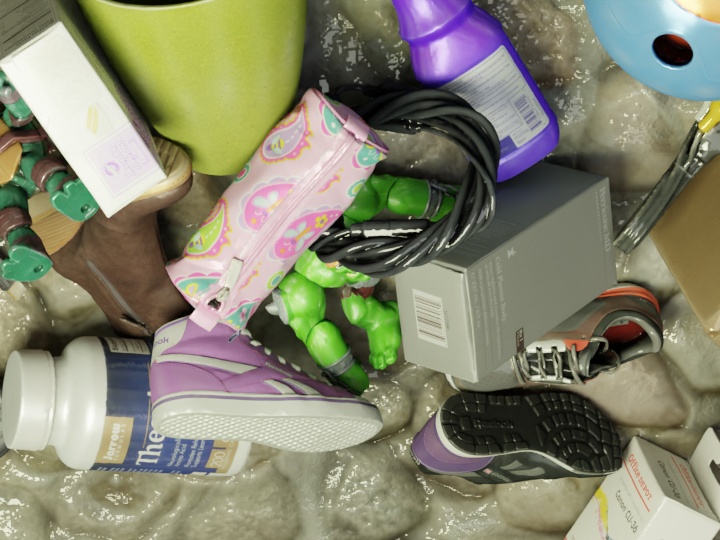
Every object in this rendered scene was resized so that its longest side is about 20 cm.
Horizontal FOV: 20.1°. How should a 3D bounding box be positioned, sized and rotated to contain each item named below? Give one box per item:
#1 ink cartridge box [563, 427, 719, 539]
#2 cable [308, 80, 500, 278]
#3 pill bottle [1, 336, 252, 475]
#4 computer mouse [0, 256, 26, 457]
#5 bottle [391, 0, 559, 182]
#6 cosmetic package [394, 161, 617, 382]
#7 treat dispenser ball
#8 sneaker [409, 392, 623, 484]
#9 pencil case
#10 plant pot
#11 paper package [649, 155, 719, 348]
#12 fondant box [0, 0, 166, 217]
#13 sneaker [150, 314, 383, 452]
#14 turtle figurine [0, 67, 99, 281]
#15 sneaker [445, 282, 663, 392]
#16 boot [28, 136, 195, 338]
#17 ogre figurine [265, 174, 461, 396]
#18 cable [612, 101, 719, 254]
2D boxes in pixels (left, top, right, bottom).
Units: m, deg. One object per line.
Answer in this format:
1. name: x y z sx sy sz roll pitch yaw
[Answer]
1. ink cartridge box: 0.256 0.234 1.845 0.067 0.117 0.201 26 108 -19
2. cable: 0.023 -0.072 1.616 0.164 0.199 0.051 -57 141 -13
3. pill bottle: -0.195 0.113 1.707 0.199 0.111 0.112 5 115 -21
4. computer mouse: -0.333 0.059 1.718 0.140 0.046 0.201 -33 111 1
5. bottle: 0.085 -0.169 1.658 0.083 0.065 0.200 -32 115 6
6. cosmetic package: 0.121 -0.003 1.673 0.200 0.090 0.107 -31 124 -37
7. treat dispenser ball: 0.271 -0.233 1.580 0.199 0.201 0.202 -3 116 -7
8. sneaker: 0.138 0.156 1.829 0.199 0.076 0.088 11 147 -26
9. pencil case: -0.067 -0.044 1.577 0.087 0.087 0.200 38 96 -22
10. plant pot: -0.118 -0.180 1.576 0.186 0.188 0.201 -13 133 -2
11. paper package: 0.353 -0.033 1.688 0.103 0.200 0.191 36 106 -21
12. fondant box: -0.218 -0.144 1.547 0.058 0.200 0.145 -32 116 3
13. sneaker: -0.075 0.082 1.669 0.199 0.115 0.073 10 146 -25
14. turtle figurine: -0.285 -0.090 1.591 0.100 0.200 0.150 -3 131 -45
15. sneaker: 0.171 0.066 1.772 0.199 0.082 0.077 -18 116 0
16. boot: -0.174 -0.022 1.650 0.199 0.073 0.167 -9 129 40
17. ogre figurine: 0.000 0.000 1.707 0.119 0.098 0.200 29 110 -24
18. cable: 0.271 -0.105 1.701 0.050 0.097 0.200 42 101 -7
